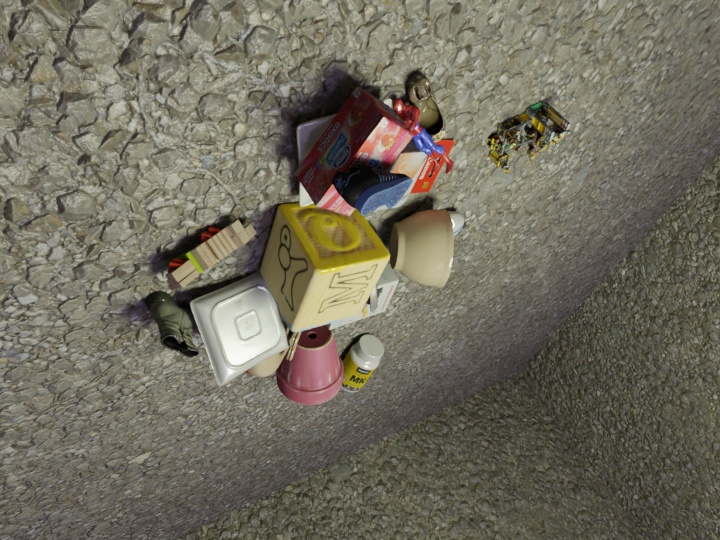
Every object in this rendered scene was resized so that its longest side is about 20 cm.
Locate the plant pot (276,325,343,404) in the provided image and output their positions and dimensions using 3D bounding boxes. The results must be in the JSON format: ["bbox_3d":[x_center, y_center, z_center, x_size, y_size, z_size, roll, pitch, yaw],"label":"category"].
[{"bbox_3d":[-0.143,0.246,1.466,0.197,0.200,0.182,-17,130,-29],"label":"plant pot"}]

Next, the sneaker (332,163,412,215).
[{"bbox_3d":[0.025,-0.151,0.890,0.071,0.078,0.199,-54,167,26],"label":"sneaker"}]

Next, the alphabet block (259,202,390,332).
[{"bbox_3d":[-0.084,-0.016,1.124,0.194,0.197,0.201,-13,146,-36],"label":"alphabet block"}]

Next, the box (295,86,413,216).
[{"bbox_3d":[-0.013,-0.209,0.925,0.099,0.096,0.200,10,128,-51],"label":"box"}]

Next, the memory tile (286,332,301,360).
[{"bbox_3d":[-0.143,0.114,1.285,0.017,0.202,0.155,18,133,-5],"label":"memory tile"}]

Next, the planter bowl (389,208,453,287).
[{"bbox_3d":[0.147,-0.061,1.324,0.132,0.203,0.202,3,141,-8],"label":"planter bowl"}]

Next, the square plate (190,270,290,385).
[{"bbox_3d":[-0.259,0.125,1.151,0.198,0.028,0.202,-26,108,-38],"label":"square plate"}]

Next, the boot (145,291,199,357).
[{"bbox_3d":[-0.376,0.135,1.103,0.067,0.132,0.200,-36,151,5],"label":"boot"}]

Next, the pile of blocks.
[{"bbox_3d":[-0.304,-0.043,1.008,0.199,0.082,0.063,-37,109,-15],"label":"pile of blocks"}]

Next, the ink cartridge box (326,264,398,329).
[{"bbox_3d":[-0.007,0.066,1.432,0.197,0.083,0.147,-15,145,-30],"label":"ink cartridge box"}]

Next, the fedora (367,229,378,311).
[{"bbox_3d":[0.000,0.000,1.287,0.088,0.204,0.177,0,-176,1],"label":"fedora"}]

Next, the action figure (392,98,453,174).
[{"bbox_3d":[0.112,-0.253,1.043,0.200,0.065,0.100,46,63,-38],"label":"action figure"}]

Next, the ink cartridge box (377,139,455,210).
[{"bbox_3d":[0.126,-0.220,1.187,0.197,0.050,0.163,-9,142,-33],"label":"ink cartridge box"}]

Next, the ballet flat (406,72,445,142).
[{"bbox_3d":[0.141,-0.321,1.055,0.067,0.047,0.200,-35,151,2],"label":"ballet flat"}]

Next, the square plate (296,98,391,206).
[{"bbox_3d":[-0.037,-0.232,1.006,0.196,0.029,0.201,-24,149,-21],"label":"square plate"}]

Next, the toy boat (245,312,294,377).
[{"bbox_3d":[-0.250,0.166,1.294,0.201,0.128,0.132,-62,163,-47],"label":"toy boat"}]

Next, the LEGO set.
[{"bbox_3d":[0.429,-0.317,1.284,0.197,0.117,0.155,-23,149,-19],"label":"LEGO set"}]

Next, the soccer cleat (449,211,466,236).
[{"bbox_3d":[0.217,-0.089,1.465,0.085,0.070,0.201,8,125,-38],"label":"soccer cleat"}]

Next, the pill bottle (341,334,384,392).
[{"bbox_3d":[-0.002,0.322,1.781,0.113,0.115,0.201,-7,141,-39],"label":"pill bottle"}]
